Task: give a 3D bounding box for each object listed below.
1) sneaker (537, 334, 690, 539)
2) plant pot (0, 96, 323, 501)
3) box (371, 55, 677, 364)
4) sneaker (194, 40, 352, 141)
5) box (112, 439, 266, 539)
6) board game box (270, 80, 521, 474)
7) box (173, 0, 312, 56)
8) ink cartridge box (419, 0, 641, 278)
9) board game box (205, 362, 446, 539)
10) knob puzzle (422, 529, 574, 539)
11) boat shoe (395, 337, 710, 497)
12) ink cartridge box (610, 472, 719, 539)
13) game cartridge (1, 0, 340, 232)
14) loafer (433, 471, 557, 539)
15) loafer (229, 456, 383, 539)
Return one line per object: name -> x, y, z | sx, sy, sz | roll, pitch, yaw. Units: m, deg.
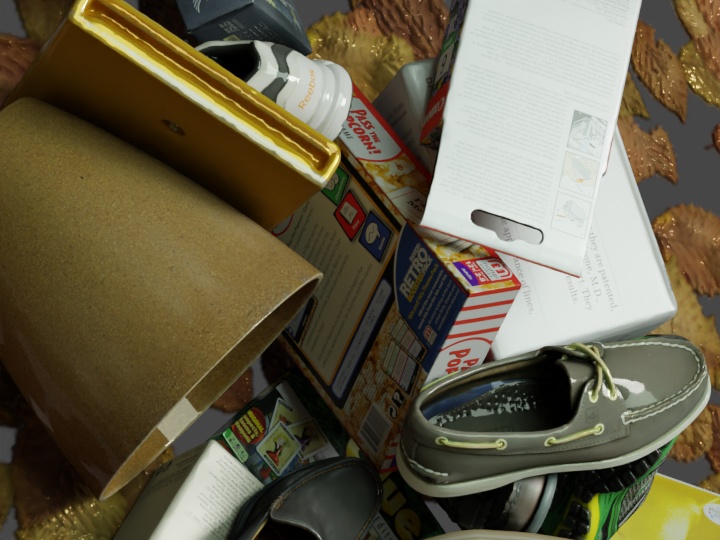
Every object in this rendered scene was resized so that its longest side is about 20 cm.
sneaker -> 0.159, 0.110, 1.708 | 0.078, 0.200, 0.085 | 45, 39, 16
plant pot -> -0.157, 0.000, 1.574 | 0.200, 0.186, 0.186 | 44, 49, 3
box -> 0.083, -0.024, 1.722 | 0.130, 0.199, 0.201 | -14, 80, -21
sneaker -> -0.097, -0.111, 1.635 | 0.080, 0.199, 0.074 | 25, 68, -41
box -> -0.120, 0.202, 1.573 | 0.082, 0.068, 0.200 | 45, 51, -15
board game box -> 0.000, 0.000, 1.645 | 0.046, 0.152, 0.200 | -9, 48, -39
box -> -0.096, -0.214, 1.702 | 0.200, 0.051, 0.159 | 20, 47, -80
ink cartridge box -> 0.097, -0.097, 1.612 | 0.108, 0.050, 0.201 | 18, 70, -12
board game box -> -0.006, 0.160, 1.712 | 0.200, 0.023, 0.105 | 55, 47, -6
knob puzzle -> 0.075, 0.235, 1.629 | 0.219, 0.220, 0.031 | 36, 27, -21
boat shoe -> 0.119, 0.079, 1.588 | 0.201, 0.060, 0.072 | -15, 56, -13
ink cartridge box -> 0.174, 0.228, 1.809 | 0.197, 0.047, 0.201 | 21, 58, -30
game cartridge -> -0.116, -0.083, 1.591 | 0.176, 0.200, 0.033 | 34, 70, -9
loafer -> 0.068, 0.132, 1.683 | 0.063, 0.200, 0.072 | 25, 87, -10
loafer -> -0.042, 0.168, 1.555 | 0.073, 0.072, 0.200 | 55, 47, -8
